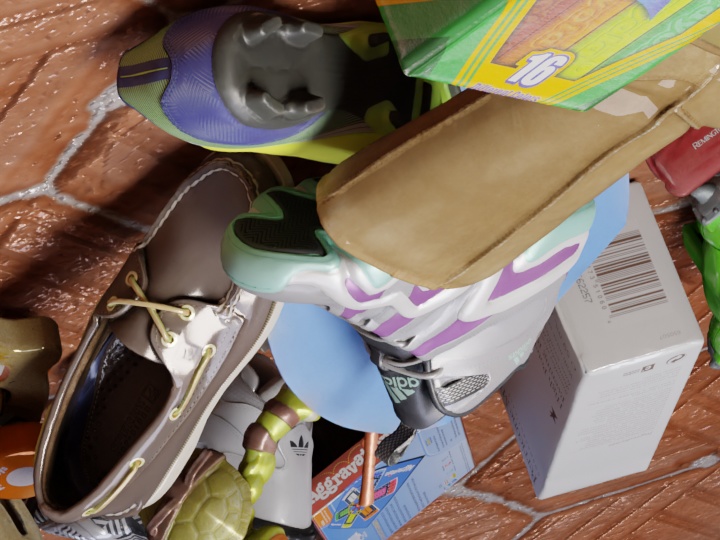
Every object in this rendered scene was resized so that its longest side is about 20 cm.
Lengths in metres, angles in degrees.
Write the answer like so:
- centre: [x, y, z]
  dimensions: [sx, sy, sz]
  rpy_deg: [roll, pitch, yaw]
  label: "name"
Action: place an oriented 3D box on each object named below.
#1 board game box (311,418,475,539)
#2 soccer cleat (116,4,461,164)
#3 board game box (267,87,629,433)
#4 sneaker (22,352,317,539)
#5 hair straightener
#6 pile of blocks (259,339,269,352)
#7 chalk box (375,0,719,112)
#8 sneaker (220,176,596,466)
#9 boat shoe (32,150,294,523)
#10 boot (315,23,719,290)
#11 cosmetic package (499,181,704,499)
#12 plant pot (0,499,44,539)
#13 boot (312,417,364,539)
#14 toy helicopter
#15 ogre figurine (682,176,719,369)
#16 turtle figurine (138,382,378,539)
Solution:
- centre: [0.017, 0.120, 1.692]
  dimensions: [0.103, 0.019, 0.200]
  rpy_deg: [-40, 166, -5]
  label: "board game box"
- centre: [-0.026, -0.076, 1.263]
  dimensions: [0.084, 0.065, 0.200]
  rpy_deg: [-3, 173, 32]
  label: "soccer cleat"
- centre: [0.033, -0.018, 1.410]
  dimensions: [0.200, 0.039, 0.158]
  rpy_deg: [-49, 133, 3]
  label: "board game box"
- centre: [-0.101, 0.095, 1.581]
  dimensions: [0.200, 0.115, 0.075]
  rpy_deg: [8, 177, 36]
  label: "sneaker"
- centre: [0.223, -0.109, 1.432]
  dimensions: [0.077, 0.041, 0.200]
  rpy_deg: [-28, 166, -51]
  label: "hair straightener"
- centre: [0.000, 0.000, 1.474]
  dimensions: [0.200, 0.082, 0.062]
  rpy_deg: [7, -168, -35]
  label: "pile of blocks"
- centre: [0.102, -0.162, 1.053]
  dimensions: [0.200, 0.124, 0.124]
  rpy_deg: [-33, 155, 32]
  label: "chalk box"
- centre: [0.015, 0.029, 1.343]
  dimensions: [0.200, 0.078, 0.140]
  rpy_deg: [-6, 123, -35]
  label: "sneaker"
- centre: [-0.091, 0.031, 1.346]
  dimensions: [0.059, 0.072, 0.200]
  rpy_deg: [-19, 141, -59]
  label: "boat shoe"
- centre: [0.109, -0.053, 1.224]
  dimensions: [0.175, 0.066, 0.200]
  rpy_deg: [25, 134, -33]
  label: "boot"
- centre: [0.123, 0.042, 1.607]
  dimensions: [0.074, 0.102, 0.200]
  rpy_deg: [-15, 157, -11]
  label: "cosmetic package"
- centre: [-0.261, 0.179, 1.485]
  dimensions: [0.183, 0.201, 0.200]
  rpy_deg: [-38, 153, 27]
  label: "plant pot"
- centre: [-0.079, 0.152, 1.755]
  dimensions: [0.186, 0.064, 0.200]
  rpy_deg: [-12, 160, -22]
  label: "boot"
- centre: [-0.204, 0.032, 1.364]
  dimensions: [0.132, 0.079, 0.200]
  rpy_deg: [-6, 146, -11]
  label: "toy helicopter"
- centre: [0.241, -0.005, 1.595]
  dimensions: [0.120, 0.098, 0.200]
  rpy_deg: [-13, 153, 0]
  label: "ogre figurine"
- centre: [-0.096, 0.122, 1.484]
  dimensions: [0.200, 0.161, 0.064]
  rpy_deg: [-59, 161, 0]
  label: "turtle figurine"
